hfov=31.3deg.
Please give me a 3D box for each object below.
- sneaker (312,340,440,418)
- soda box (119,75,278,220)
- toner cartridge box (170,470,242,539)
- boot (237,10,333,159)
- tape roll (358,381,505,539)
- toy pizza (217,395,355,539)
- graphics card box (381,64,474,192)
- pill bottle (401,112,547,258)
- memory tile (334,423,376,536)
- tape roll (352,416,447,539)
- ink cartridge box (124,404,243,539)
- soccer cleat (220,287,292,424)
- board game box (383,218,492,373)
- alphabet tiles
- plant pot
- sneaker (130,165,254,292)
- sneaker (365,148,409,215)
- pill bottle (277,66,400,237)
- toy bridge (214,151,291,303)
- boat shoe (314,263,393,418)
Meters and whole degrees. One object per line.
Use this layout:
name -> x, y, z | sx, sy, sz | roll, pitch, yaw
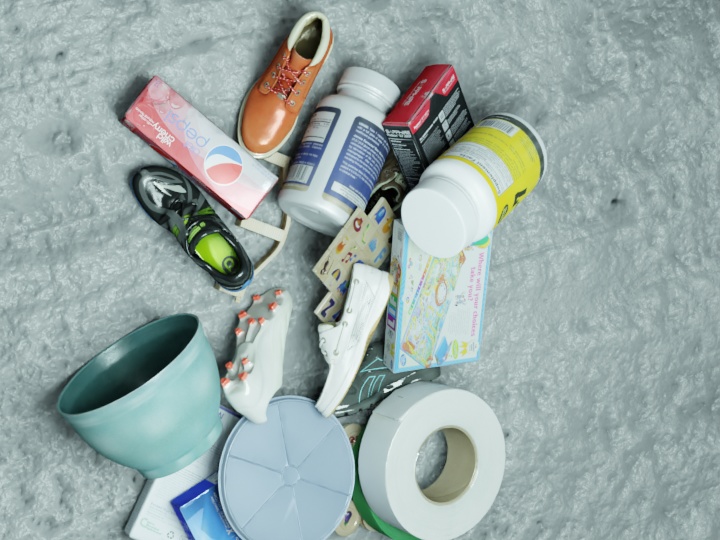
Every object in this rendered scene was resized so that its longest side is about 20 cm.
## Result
sneaker -> 0.011, 0.144, 1.738 | 0.198, 0.075, 0.080 | -21, 89, -25
soda box -> -0.201, -0.151, 1.599 | 0.199, 0.063, 0.070 | 39, 82, -13
toner cartridge box -> -0.157, 0.361, 1.649 | 0.094, 0.043, 0.202 | -30, 104, -21
boot -> -0.096, -0.236, 1.617 | 0.074, 0.107, 0.202 | 27, 85, -6
tape roll -> 0.095, 0.251, 1.703 | 0.200, 0.070, 0.206 | -4, 97, -32
toy pizza -> -0.096, 0.262, 1.644 | 0.198, 0.032, 0.204 | 2, 86, -31
graphics card box -> 0.106, -0.152, 1.690 | 0.126, 0.050, 0.201 | -54, 134, -33
pill bottle -> 0.142, -0.106, 1.611 | 0.200, 0.113, 0.115 | -42, 111, -40
memory tile -> -0.035, 0.282, 1.727 | 0.198, 0.017, 0.156 | 3, 93, -37
tape roll -> 0.079, 0.273, 1.764 | 0.198, 0.048, 0.204 | -4, 97, -33
ink cartridge box -> -0.181, 0.291, 1.682 | 0.198, 0.040, 0.202 | 31, 80, -23
soccer cleat -> -0.126, 0.106, 1.635 | 0.078, 0.068, 0.201 | 57, 32, -33
board game box -> 0.102, 0.029, 1.688 | 0.132, 0.034, 0.203 | -5, 112, -25
alphabet tiles -> 0.000, 0.000, 1.673 | 0.168, 0.008, 0.200 | -54, 152, -9
plant pot -> -0.248, 0.165, 1.559 | 0.199, 0.200, 0.135 | -35, 110, -14
sneaker -> -0.205, -0.058, 1.602 | 0.071, 0.083, 0.200 | -43, 91, -9
sneaker -> 0.055, -0.121, 1.713 | 0.070, 0.075, 0.201 | 38, 82, -21
pill bottle -> -0.021, -0.155, 1.654 | 0.110, 0.111, 0.202 | 28, 76, -22
toy bridge -> -0.129, -0.054, 1.672 | 0.066, 0.027, 0.203 | 19, 88, -23
boat shoe -> -0.024, 0.087, 1.645 | 0.068, 0.071, 0.203 | 23, 89, -5
